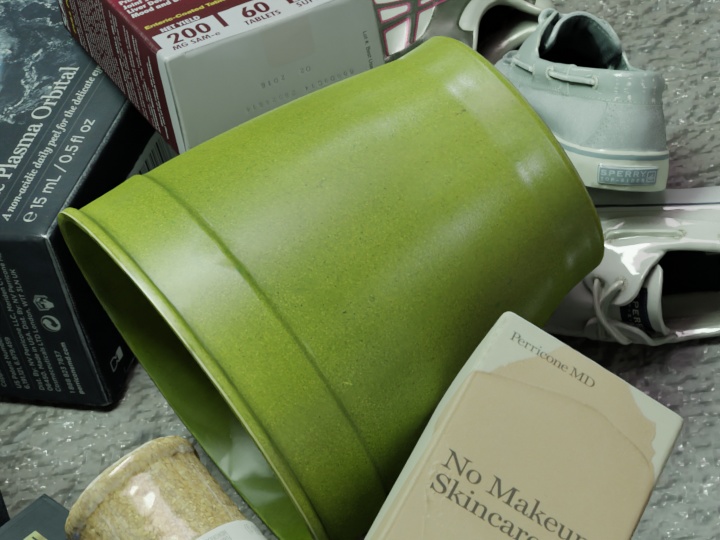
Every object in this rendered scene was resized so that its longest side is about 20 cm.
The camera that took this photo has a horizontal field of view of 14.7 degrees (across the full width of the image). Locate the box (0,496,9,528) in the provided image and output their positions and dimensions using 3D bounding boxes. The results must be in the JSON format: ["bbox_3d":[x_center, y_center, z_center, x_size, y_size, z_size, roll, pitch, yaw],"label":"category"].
[{"bbox_3d":[-0.233,0.040,1.298,0.051,0.201,0.158,-29,41,-20],"label":"box"}]

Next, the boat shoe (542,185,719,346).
[{"bbox_3d":[0.134,0.006,1.333,0.199,0.072,0.066,-3,35,3],"label":"boat shoe"}]

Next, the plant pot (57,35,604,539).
[{"bbox_3d":[0.000,0.000,1.253,0.193,0.201,0.200,-36,42,-10],"label":"plant pot"}]

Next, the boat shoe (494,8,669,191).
[{"bbox_3d":[0.111,-0.093,1.381,0.070,0.072,0.201,4,14,-14],"label":"boat shoe"}]

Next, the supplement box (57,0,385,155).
[{"bbox_3d":[-0.074,-0.129,1.365,0.108,0.061,0.200,-21,30,-15],"label":"supplement box"}]

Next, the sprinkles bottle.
[{"bbox_3d":[-0.040,0.161,1.142,0.068,0.068,0.200,-33,68,-20],"label":"sprinkles bottle"}]

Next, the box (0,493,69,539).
[{"bbox_3d":[-0.161,0.202,1.209,0.200,0.051,0.157,-38,45,-25],"label":"box"}]

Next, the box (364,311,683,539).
[{"bbox_3d":[0.046,0.122,1.104,0.095,0.078,0.200,30,48,-1],"label":"box"}]

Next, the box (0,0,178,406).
[{"bbox_3d":[-0.195,-0.042,1.462,0.199,0.118,0.197,2,42,23],"label":"box"}]

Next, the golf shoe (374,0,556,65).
[{"bbox_3d":[0.018,-0.116,1.511,0.088,0.077,0.200,32,59,34],"label":"golf shoe"}]
